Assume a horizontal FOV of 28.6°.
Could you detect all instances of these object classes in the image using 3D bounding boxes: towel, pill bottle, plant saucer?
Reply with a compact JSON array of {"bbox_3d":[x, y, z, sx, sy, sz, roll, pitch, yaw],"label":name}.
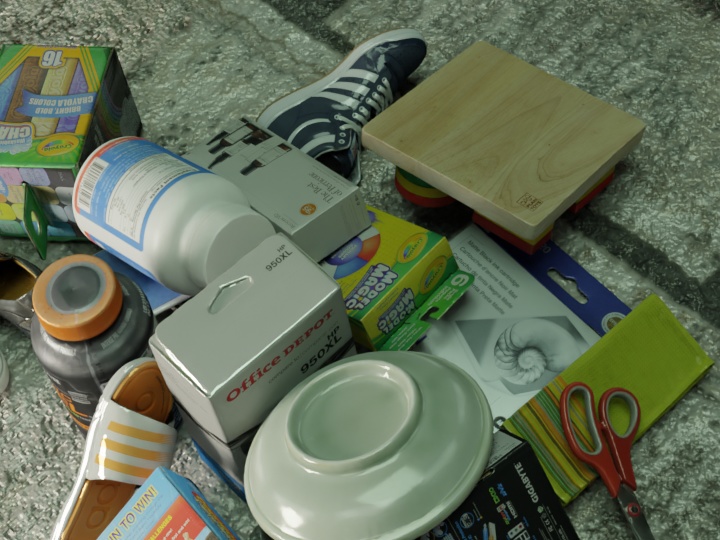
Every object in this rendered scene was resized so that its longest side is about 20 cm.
[{"bbox_3d":[0.213,0.107,1.204,0.199,0.018,0.086,-37,86,-23],"label":"towel"},{"bbox_3d":[-0.220,0.071,1.218,0.105,0.201,0.107,-4,55,5],"label":"pill bottle"},{"bbox_3d":[0.000,0.121,1.063,0.198,0.051,0.201,-13,39,11],"label":"plant saucer"},{"bbox_3d":[-0.167,-0.043,1.290,0.112,0.113,0.199,-43,45,-20],"label":"pill bottle"}]

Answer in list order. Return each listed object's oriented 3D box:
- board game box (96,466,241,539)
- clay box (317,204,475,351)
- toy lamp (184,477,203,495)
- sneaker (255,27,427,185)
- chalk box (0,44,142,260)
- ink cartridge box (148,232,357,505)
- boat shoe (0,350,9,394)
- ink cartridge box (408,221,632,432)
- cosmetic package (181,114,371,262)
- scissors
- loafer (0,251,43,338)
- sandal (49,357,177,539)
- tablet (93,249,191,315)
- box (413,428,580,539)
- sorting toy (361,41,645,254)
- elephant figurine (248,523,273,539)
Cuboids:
[{"bbox_3d":[-0.154,0.294,1.097,0.200,0.056,0.196,-49,55,1],"label":"board game box"},{"bbox_3d":[0.000,0.000,1.290,0.115,0.048,0.199,-44,40,-20],"label":"clay box"},{"bbox_3d":[-0.125,0.263,1.164,0.058,0.058,0.201,-21,59,-7],"label":"toy lamp"},{"bbox_3d":[0.000,-0.158,1.419,0.199,0.070,0.109,-32,52,-5],"label":"sneaker"},{"bbox_3d":[-0.308,-0.109,1.399,0.122,0.125,0.202,4,55,10],"label":"chalk box"},{"bbox_3d":[-0.079,0.088,1.186,0.144,0.201,0.084,-40,59,-18],"label":"ink cartridge box"},{"bbox_3d":[-0.405,0.047,1.341,0.072,0.069,0.200,-34,58,-15],"label":"boat shoe"},{"bbox_3d":[0.135,0.048,1.280,0.199,0.041,0.199,-37,59,-17],"label":"ink cartridge box"},{"bbox_3d":[-0.083,-0.077,1.334,0.082,0.051,0.199,-37,43,-18],"label":"cosmetic package"},{"bbox_3d":[0.212,0.187,1.158,0.072,0.014,0.202,-3,70,-18],"label":"scissors"},{"bbox_3d":[-0.345,0.008,1.345,0.198,0.073,0.073,16,62,34],"label":"loafer"},{"bbox_3d":[-0.194,0.174,1.179,0.059,0.079,0.209,29,102,38],"label":"sandal"},{"bbox_3d":[-0.186,-0.007,1.355,0.198,0.014,0.130,-28,41,-4],"label":"tablet"},{"bbox_3d":[0.083,0.257,1.063,0.197,0.201,0.050,-34,18,-14],"label":"box"},{"bbox_3d":[0.134,-0.111,1.349,0.198,0.070,0.200,31,50,25],"label":"sorting toy"},{"bbox_3d":[0.042,0.206,1.144,0.199,0.141,0.156,34,95,10],"label":"elephant figurine"}]
